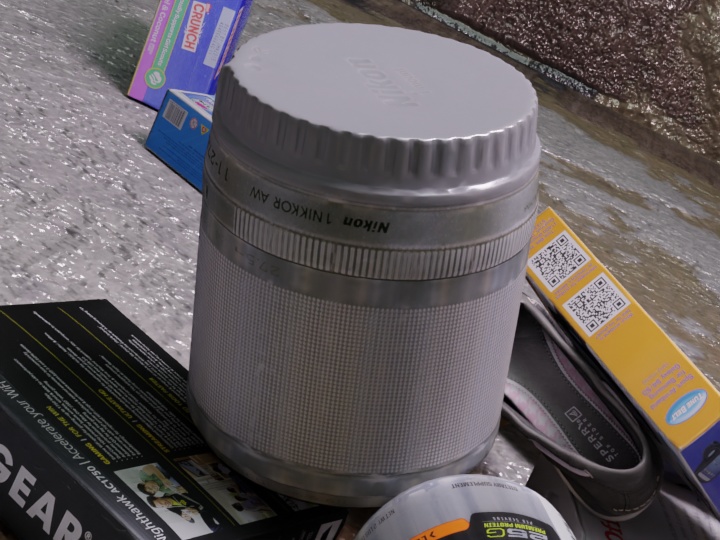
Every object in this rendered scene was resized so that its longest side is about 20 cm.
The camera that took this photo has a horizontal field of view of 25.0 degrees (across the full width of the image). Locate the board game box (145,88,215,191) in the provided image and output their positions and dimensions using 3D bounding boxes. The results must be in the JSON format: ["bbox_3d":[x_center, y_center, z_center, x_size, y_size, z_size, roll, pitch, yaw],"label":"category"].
[{"bbox_3d":[-0.049,-0.076,1.388,0.200,0.056,0.195,38,20,32],"label":"board game box"}]

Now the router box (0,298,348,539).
[{"bbox_3d":[-0.124,0.089,0.810,0.200,0.051,0.149,38,21,28],"label":"router box"}]

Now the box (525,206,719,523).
[{"bbox_3d":[0.161,0.064,0.893,0.119,0.041,0.200,50,4,-48],"label":"box"}]

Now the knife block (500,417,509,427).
[{"bbox_3d":[0.031,0.086,0.999,0.200,0.175,0.064,132,-65,-79],"label":"knife block"}]

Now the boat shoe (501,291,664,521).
[{"bbox_3d":[0.088,0.049,0.875,0.200,0.067,0.057,46,-13,24],"label":"boat shoe"}]

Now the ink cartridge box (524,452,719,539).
[{"bbox_3d":[0.187,0.190,0.918,0.199,0.086,0.147,22,18,-8],"label":"ink cartridge box"}]

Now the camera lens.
[{"bbox_3d":[0.000,0.000,0.784,0.159,0.201,0.160,6,27,-3],"label":"camera lens"}]

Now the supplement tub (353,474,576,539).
[{"bbox_3d":[0.062,0.186,0.688,0.122,0.123,0.200,20,18,-19],"label":"supplement tub"}]

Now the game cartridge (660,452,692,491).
[{"bbox_3d":[0.208,0.131,1.035,0.129,0.039,0.200,16,-11,26],"label":"game cartridge"}]

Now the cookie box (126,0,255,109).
[{"bbox_3d":[-0.147,-0.249,1.551,0.075,0.172,0.200,22,17,-5],"label":"cookie box"}]
